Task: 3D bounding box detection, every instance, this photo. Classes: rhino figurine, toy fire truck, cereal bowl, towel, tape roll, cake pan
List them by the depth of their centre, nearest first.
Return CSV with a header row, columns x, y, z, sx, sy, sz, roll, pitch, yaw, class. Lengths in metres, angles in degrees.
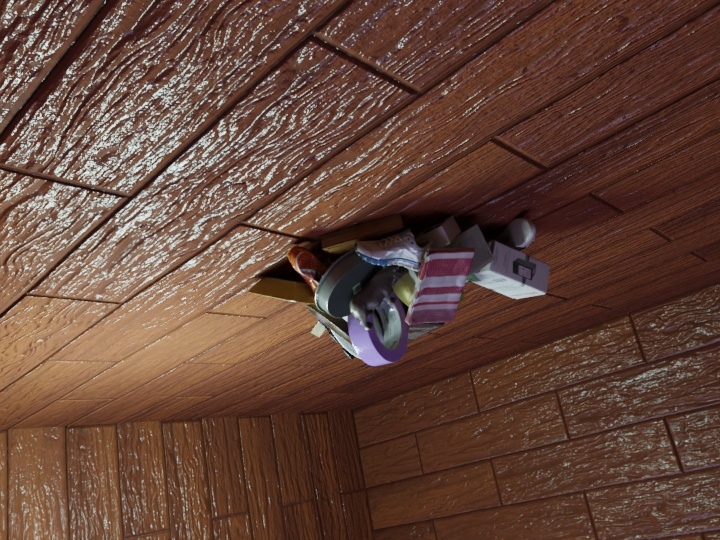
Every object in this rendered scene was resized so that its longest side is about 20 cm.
x,y,z,sx,sy,sz,roll,pitch,yaw,class
0.191,0.040,1.523,0.140,0.023,0.205,-4,123,-28,towel
0.051,0.043,1.543,0.201,0.060,0.087,-48,130,3,rhino figurine
-0.021,0.035,1.548,0.197,0.037,0.203,-30,145,-23,cake pan
0.048,0.146,1.700,0.064,0.207,0.198,-16,162,35,tape roll
-0.008,0.151,1.833,0.083,0.201,0.200,-40,176,-29,cereal bowl
-0.071,0.190,2.013,0.128,0.177,0.200,-42,-172,-9,toy fire truck

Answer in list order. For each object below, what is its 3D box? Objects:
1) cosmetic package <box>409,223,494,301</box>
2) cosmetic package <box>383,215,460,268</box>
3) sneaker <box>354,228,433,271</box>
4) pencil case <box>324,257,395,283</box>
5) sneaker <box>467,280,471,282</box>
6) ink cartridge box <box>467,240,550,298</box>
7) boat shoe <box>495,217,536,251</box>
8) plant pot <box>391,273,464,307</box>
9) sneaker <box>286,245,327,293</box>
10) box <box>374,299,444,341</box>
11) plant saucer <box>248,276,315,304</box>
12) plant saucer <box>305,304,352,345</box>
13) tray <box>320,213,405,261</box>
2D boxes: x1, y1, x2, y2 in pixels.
x,y,z,sx,sy,sz,roll,pitch,yaw,class
0.221,-0.021,1.585,0.196,0.106,0.073,-30,-174,-5,cosmetic package
0.144,-0.063,1.570,0.197,0.052,0.082,-27,-174,35,cosmetic package
0.080,-0.059,1.476,0.194,0.076,0.089,6,119,-19,sneaker
0.000,0.000,1.653,0.194,0.083,0.089,-2,125,-26,pencil case
0.297,0.000,1.844,0.087,0.076,0.198,5,154,-44,sneaker
0.386,0.001,1.717,0.195,0.087,0.145,20,165,-23,ink cartridge box
0.422,-0.086,1.692,0.066,0.074,0.201,-9,160,-15,boat shoe
0.197,0.049,1.707,0.197,0.144,0.200,-33,171,-6,plant pot
-0.105,0.011,1.553,0.073,0.077,0.202,-40,129,-10,sneaker
0.117,0.114,1.907,0.162,0.169,0.198,3,156,-39,box
-0.158,0.053,1.663,0.196,0.050,0.197,7,178,44,plant saucer
-0.063,0.146,1.733,0.032,0.198,0.201,-52,164,-11,plant saucer
0.011,-0.075,1.520,0.194,0.038,0.099,-16,161,7,tray
